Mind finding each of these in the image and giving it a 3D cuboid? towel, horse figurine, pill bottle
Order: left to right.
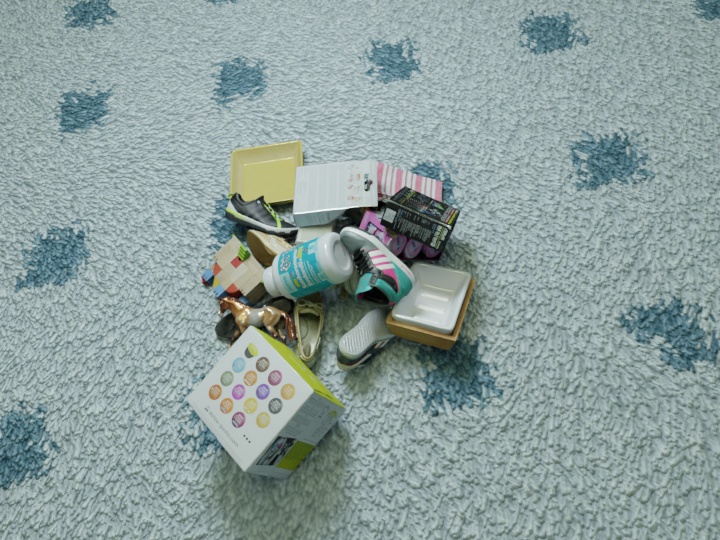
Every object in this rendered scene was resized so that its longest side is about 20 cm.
[{"bbox_3d":[-0.229,0.126,1.567,0.196,0.050,0.135,-2,75,11],"label":"horse figurine"},{"bbox_3d":[-0.121,-0.003,1.551,0.198,0.111,0.112,-21,52,28],"label":"pill bottle"},{"bbox_3d":[0.112,-0.206,1.720,0.197,0.030,0.148,16,39,-9],"label":"towel"}]

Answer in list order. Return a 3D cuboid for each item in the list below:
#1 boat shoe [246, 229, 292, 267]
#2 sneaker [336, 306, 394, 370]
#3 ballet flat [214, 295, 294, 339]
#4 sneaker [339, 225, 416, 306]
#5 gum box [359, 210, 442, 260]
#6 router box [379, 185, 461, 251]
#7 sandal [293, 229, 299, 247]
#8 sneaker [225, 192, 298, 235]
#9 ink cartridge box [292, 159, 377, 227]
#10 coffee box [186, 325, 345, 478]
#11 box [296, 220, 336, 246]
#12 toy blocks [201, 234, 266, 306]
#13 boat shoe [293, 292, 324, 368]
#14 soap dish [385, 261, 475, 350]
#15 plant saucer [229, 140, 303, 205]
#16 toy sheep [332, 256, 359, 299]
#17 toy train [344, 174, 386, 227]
[{"bbox_3d":[-0.204,-0.046,1.707,0.069,0.075,0.199,-23,45,-35],"label":"boat shoe"},{"bbox_3d":[0.016,0.151,1.546,0.199,0.080,0.078,-27,63,-40],"label":"sneaker"},{"bbox_3d":[-0.244,0.114,1.626,0.197,0.057,0.068,-19,84,1],"label":"ballet flat"},{"bbox_3d":[0.013,0.005,1.480,0.199,0.084,0.121,39,54,4],"label":"sneaker"},{"bbox_3d":[0.095,-0.079,1.602,0.198,0.067,0.113,1,29,-46],"label":"gum box"},{"bbox_3d":[0.137,-0.119,1.554,0.148,0.063,0.200,24,20,7],"label":"router box"},{"bbox_3d":[-0.114,-0.110,1.734,0.078,0.060,0.209,13,60,16],"label":"sandal"},{"bbox_3d":[-0.245,-0.144,1.737,0.197,0.072,0.084,17,94,2],"label":"sneaker"},{"bbox_3d":[-0.056,-0.183,1.627,0.196,0.048,0.162,-5,50,5],"label":"ink cartridge box"},{"bbox_3d":[-0.182,0.267,1.394,0.199,0.200,0.198,41,86,27],"label":"coffee box"},{"bbox_3d":[-0.097,-0.119,1.661,0.081,0.069,0.202,8,52,4],"label":"box"},{"bbox_3d":[-0.302,0.019,1.670,0.137,0.100,0.200,-42,61,-5],"label":"toy blocks"},{"bbox_3d":[-0.117,0.120,1.574,0.072,0.063,0.204,12,59,-10],"label":"boat shoe"},{"bbox_3d":[0.158,0.078,1.540,0.155,0.082,0.201,13,44,15],"label":"soap dish"},{"bbox_3d":[-0.244,-0.243,1.845,0.196,0.049,0.203,-8,56,3],"label":"plant saucer"},{"bbox_3d":[0.000,0.000,1.611,0.196,0.139,0.140,7,58,20],"label":"toy sheep"},{"bbox_3d":[0.023,-0.150,1.732,0.113,0.085,0.200,-37,59,-5],"label":"toy train"}]
